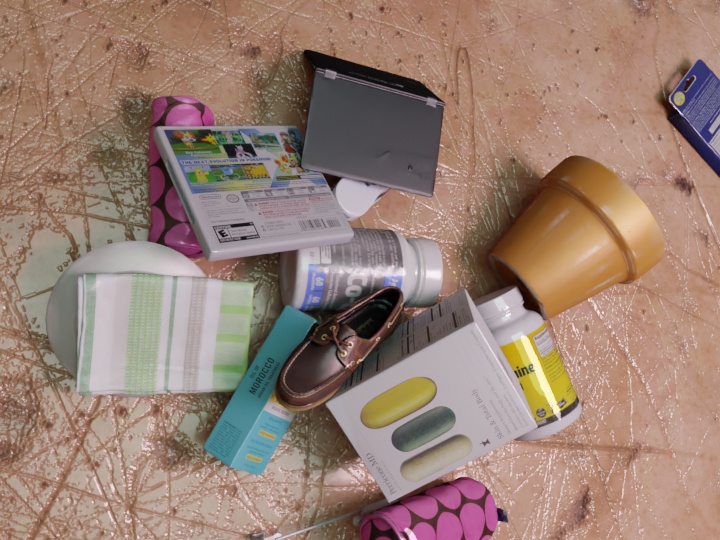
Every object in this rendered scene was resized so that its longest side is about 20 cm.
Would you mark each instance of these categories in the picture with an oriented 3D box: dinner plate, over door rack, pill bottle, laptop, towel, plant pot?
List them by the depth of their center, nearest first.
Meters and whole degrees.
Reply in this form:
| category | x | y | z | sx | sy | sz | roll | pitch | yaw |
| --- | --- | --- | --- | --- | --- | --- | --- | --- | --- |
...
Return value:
| category | x | y | z | sx | sy | sz | roll | pitch | yaw |
| --- | --- | --- | --- | --- | --- | --- | --- | --- | --- |
| towel | -0.229 | 0.078 | 0.827 | 0.200 | 0.031 | 0.149 | 3 | 106 | -18 |
| dinner plate | -0.269 | 0.064 | 0.839 | 0.200 | 0.024 | 0.201 | -5 | 108 | -16 |
| over door rack | -0.025 | 0.389 | 0.895 | 0.200 | 0.067 | 0.148 | -9 | 84 | -20 |
| pill bottle | 0.000 | 0.000 | 0.936 | 0.200 | 0.114 | 0.114 | 2 | 81 | -18 |
| laptop | 0.008 | -0.209 | 0.977 | 0.187 | 0.200 | 0.116 | 11 | 115 | -18 |
| pill bottle | 0.223 | 0.128 | 0.996 | 0.112 | 0.112 | 0.200 | -24 | 90 | -21 |
| plant pot | 0.295 | -0.031 | 1.016 | 0.183 | 0.200 | 0.200 | -39 | 96 | -4 |

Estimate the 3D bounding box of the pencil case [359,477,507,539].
| category | x | y | z | sx | sy | sz | roll | pitch | yaw |
| --- | --- | --- | --- | --- | --- | --- | --- | --- | --- |
| pencil case | 0.092 | 0.328 | 0.888 | 0.200 | 0.091 | 0.094 | -1 | 79 | -43 |

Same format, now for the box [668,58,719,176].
| category | x | y | z | sx | sy | sz | roll | pitch | yaw |
| --- | --- | --- | --- | --- | --- | --- | --- | --- | --- |
| box | 0.623 | -0.262 | 1.237 | 0.200 | 0.032 | 0.121 | 45 | 70 | -10 |

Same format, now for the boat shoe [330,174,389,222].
| category | x | y | z | sx | sy | sz | roll | pitch | yaw |
| --- | --- | --- | --- | --- | --- | --- | --- | --- | --- |
| boat shoe | 0.008 | -0.123 | 0.983 | 0.072 | 0.068 | 0.200 | 49 | 48 | -11 |

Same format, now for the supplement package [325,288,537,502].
| category | x | y | z | sx | sy | sz | roll | pitch | yaw |
| --- | --- | --- | --- | --- | --- | --- | --- | --- | --- |
| supplement package | 0.085 | 0.150 | 0.876 | 0.200 | 0.151 | 0.152 | -30 | 99 | 10 |

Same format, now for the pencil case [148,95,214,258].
| category | x | y | z | sx | sy | sz | roll | pitch | yaw |
| --- | --- | --- | --- | --- | --- | --- | --- | --- | --- |
| pencil case | -0.224 | -0.115 | 0.891 | 0.091 | 0.094 | 0.200 | -4 | 81 | 25 |

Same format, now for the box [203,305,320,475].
| category | x | y | z | sx | sy | sz | roll | pitch | yaw |
| --- | --- | --- | --- | --- | --- | --- | --- | --- | --- |
| box | -0.108 | 0.150 | 0.877 | 0.049 | 0.082 | 0.200 | 24 | 79 | 28 |

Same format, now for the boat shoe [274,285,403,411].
| category | x | y | z | sx | sy | sz | roll | pitch | yaw |
| --- | --- | --- | --- | --- | --- | --- | --- | --- | --- |
| boat shoe | -0.022 | 0.083 | 0.829 | 0.070 | 0.070 | 0.200 | 39 | 52 | 13 |

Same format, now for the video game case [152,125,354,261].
| category | x | y | z | sx | sy | sz | roll | pitch | yaw |
| --- | --- | --- | --- | --- | --- | --- | --- | --- | --- |
| video game case | -0.126 | -0.101 | 0.846 | 0.200 | 0.022 | 0.182 | -10 | 63 | -39 |
